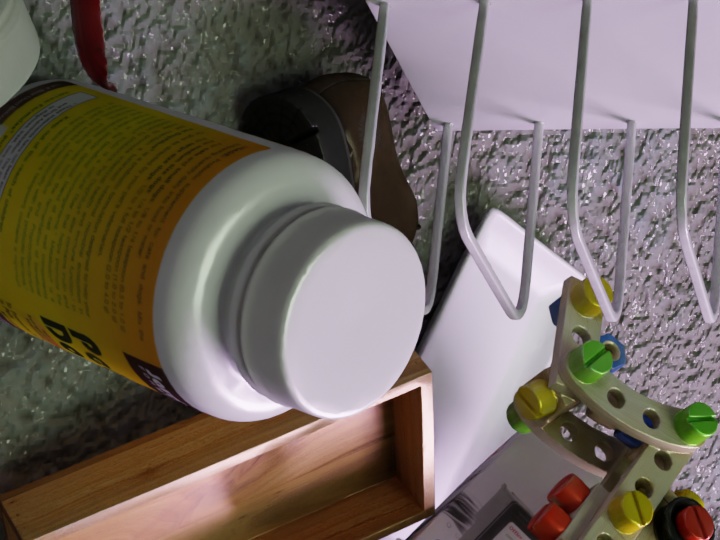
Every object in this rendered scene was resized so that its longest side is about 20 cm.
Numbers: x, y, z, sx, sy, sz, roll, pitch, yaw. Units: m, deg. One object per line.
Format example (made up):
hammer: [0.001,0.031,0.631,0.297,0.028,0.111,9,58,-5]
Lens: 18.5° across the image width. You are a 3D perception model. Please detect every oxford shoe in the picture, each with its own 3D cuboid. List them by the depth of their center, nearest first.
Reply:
oxford shoe: [0.000,0.000,1.070,0.084,0.073,0.200,-29,126,-43]

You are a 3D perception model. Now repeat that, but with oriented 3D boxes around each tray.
tray: [-0.061,0.107,1.013,0.200,0.037,0.099,-22,136,-20]
tray: [0.049,0.072,1.187,0.107,0.022,0.200,35,79,-49]

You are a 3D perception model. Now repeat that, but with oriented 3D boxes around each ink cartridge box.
ink cartridge box: [0.056,0.149,1.117,0.200,0.067,0.116,-42,175,-28]

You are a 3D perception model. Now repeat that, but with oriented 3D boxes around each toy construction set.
toy construction set: [0.091,0.108,1.027,0.131,0.092,0.200,45,65,-3]

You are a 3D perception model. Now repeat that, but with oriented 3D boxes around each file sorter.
file sorter: [0.109,-0.051,0.995,0.139,0.200,0.125,56,39,-62]

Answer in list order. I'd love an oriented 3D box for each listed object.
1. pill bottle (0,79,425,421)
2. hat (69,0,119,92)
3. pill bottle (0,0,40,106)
pill bottle: [-0.072,-0.006,0.890,0.109,0.200,0.109,-20,119,-41]
hat: [-0.142,-0.214,0.863,0.166,0.176,0.200,11,58,-22]
pill bottle: [-0.188,-0.145,0.778,0.111,0.111,0.200,-44,133,-27]
